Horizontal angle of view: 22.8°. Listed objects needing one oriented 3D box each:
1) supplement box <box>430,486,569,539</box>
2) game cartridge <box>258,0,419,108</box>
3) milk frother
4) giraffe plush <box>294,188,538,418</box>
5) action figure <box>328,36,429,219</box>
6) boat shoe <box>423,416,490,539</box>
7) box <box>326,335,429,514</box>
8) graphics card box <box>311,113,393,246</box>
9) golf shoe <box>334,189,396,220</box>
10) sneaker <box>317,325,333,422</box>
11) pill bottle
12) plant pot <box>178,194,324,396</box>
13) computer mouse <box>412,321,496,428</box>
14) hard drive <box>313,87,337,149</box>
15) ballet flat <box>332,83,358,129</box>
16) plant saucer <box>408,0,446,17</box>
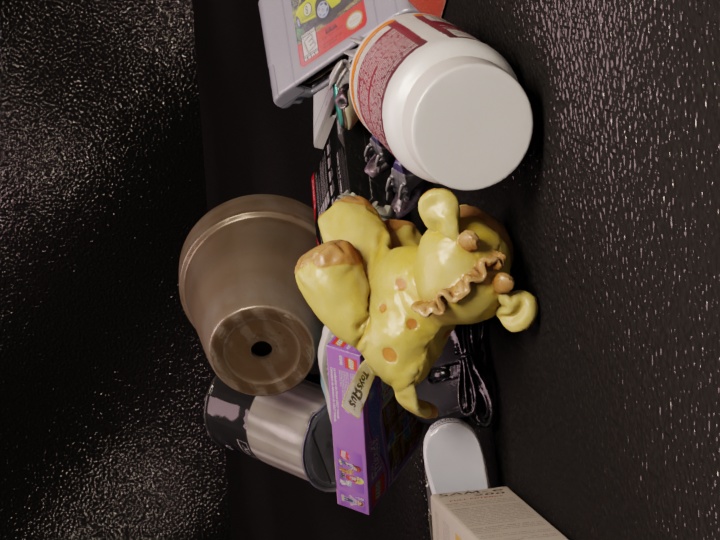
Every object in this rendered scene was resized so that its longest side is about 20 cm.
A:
[{"bbox_3d":[0.116,0.259,1.429,0.200,0.073,0.128,-147,52,-76],"label":"supplement box"},{"bbox_3d":[-0.022,-0.258,1.722,0.199,0.041,0.134,-30,56,38],"label":"game cartridge"},{"bbox_3d":[-0.051,0.148,2.126,0.187,0.180,0.202,16,85,44],"label":"milk frother"},{"bbox_3d":[0.057,0.006,1.445,0.162,0.172,0.201,-38,34,36],"label":"giraffe plush"},{"bbox_3d":[0.033,-0.138,1.639,0.130,0.069,0.201,44,161,24],"label":"action figure"},{"bbox_3d":[0.089,0.225,1.564,0.066,0.069,0.202,-86,-17,-84],"label":"boat shoe"},{"bbox_3d":[0.020,0.114,1.713,0.137,0.039,0.202,-49,-34,-44],"label":"box"},{"bbox_3d":[-0.010,-0.078,1.882,0.200,0.050,0.127,115,151,-68],"label":"graphics card box"},{"bbox_3d":[0.000,0.000,1.739,0.200,0.078,0.098,54,-125,-66],"label":"golf shoe"},{"bbox_3d":[-0.019,0.087,1.942,0.201,0.073,0.082,96,160,-44],"label":"sneaker"},{"bbox_3d":[0.063,-0.133,1.412,0.200,0.113,0.115,-125,31,-70],"label":"pill bottle"},{"bbox_3d":[-0.109,0.045,1.984,0.174,0.198,0.202,-93,4,-59],"label":"plant pot"},{"bbox_3d":[0.072,0.091,1.637,0.200,0.052,0.140,122,141,-73],"label":"computer mouse"},{"bbox_3d":[-0.025,-0.250,1.922,0.132,0.026,0.202,115,159,-53],"label":"hard drive"},{"bbox_3d":[-0.010,-0.239,1.781,0.070,0.069,0.202,113,146,-68],"label":"ballet flat"},{"bbox_3d":[0.051,-0.353,1.577,0.200,0.036,0.201,107,156,-61],"label":"plant saucer"}]
